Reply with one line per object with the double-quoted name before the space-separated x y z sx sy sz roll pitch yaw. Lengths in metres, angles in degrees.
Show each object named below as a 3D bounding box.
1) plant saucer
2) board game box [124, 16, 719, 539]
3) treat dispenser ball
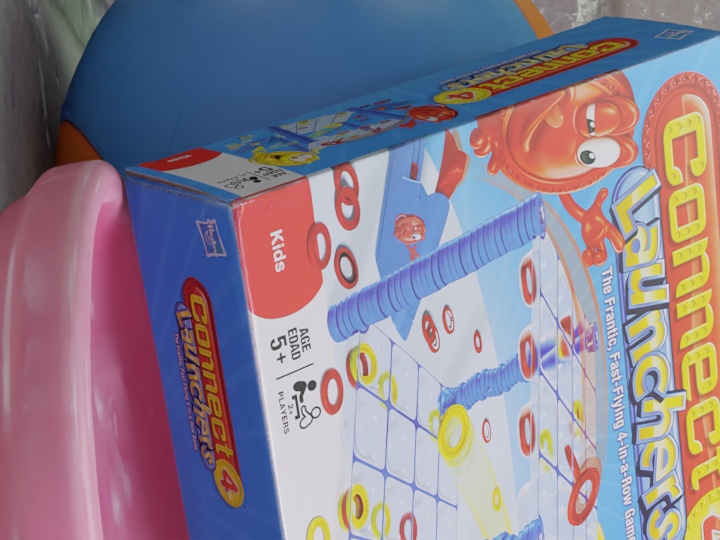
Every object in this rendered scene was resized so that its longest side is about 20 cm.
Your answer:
"plant saucer" -0.078 0.072 0.493 0.201 0.051 0.202 -7 90 -90
"board game box" 0.037 0.041 0.566 0.056 0.195 0.201 15 -60 50
"treat dispenser ball" -0.014 -0.036 0.676 0.201 0.200 0.202 -8 90 -89
